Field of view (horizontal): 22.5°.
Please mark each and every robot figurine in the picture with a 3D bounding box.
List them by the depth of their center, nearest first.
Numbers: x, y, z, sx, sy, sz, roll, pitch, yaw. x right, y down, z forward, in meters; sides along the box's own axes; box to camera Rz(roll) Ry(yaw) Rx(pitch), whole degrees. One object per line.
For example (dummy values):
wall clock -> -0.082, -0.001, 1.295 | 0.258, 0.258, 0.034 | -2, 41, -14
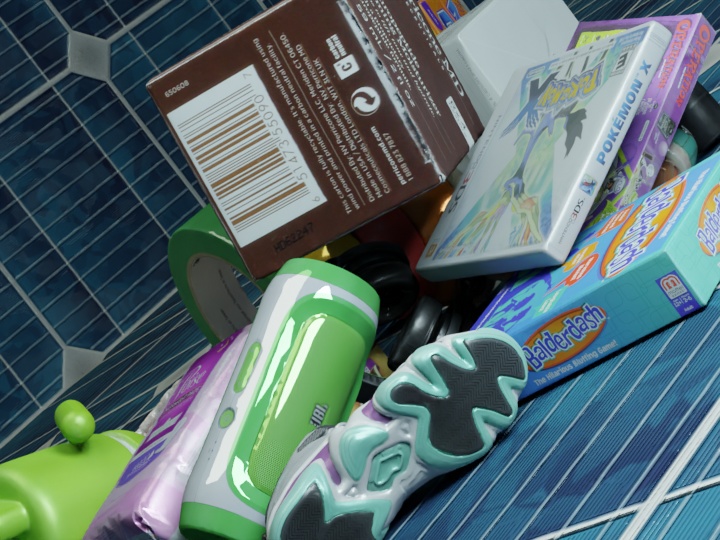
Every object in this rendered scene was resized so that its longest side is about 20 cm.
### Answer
robot figurine -> -0.216, 0.190, 1.376 | 0.115, 0.177, 0.199 | -7, 5, 44

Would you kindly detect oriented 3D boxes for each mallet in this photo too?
mallet -> 0.209, -0.064, 1.423 | 0.201, 0.066, 0.041 | -52, -5, 9

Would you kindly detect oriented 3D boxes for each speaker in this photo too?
speaker -> -0.053, 0.097, 1.229 | 0.088, 0.088, 0.202 | -24, 42, 63

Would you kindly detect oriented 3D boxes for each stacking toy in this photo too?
stacking toy -> 0.000, 0.000, 1.471 | 0.199, 0.147, 0.146 | -30, 4, -23

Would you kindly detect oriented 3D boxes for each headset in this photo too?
headset -> 0.027, 0.042, 1.375 | 0.199, 0.124, 0.094 | -26, -26, -42

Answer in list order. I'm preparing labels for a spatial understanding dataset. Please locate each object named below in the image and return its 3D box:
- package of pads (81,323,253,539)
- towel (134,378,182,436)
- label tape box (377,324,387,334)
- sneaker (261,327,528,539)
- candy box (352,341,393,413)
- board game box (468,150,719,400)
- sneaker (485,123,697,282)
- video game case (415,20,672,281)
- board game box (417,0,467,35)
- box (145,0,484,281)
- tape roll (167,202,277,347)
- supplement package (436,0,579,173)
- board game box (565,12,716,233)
package of pads -> -0.118, 0.139, 1.315 | 0.120, 0.076, 0.201 | -32, 22, 50
towel -> -0.191, 0.181, 1.555 | 0.200, 0.032, 0.191 | -51, -6, -4
label tape box -> 0.019, -0.049, 1.677 | 0.063, 0.201, 0.144 | -9, 25, 40
sneaker -> 0.010, 0.107, 1.141 | 0.200, 0.078, 0.140 | -39, 8, -10
candy box -> -0.066, 0.127, 1.488 | 0.117, 0.057, 0.200 | -45, 8, -38
board game box -> 0.154, 0.010, 1.161 | 0.199, 0.045, 0.152 | -32, 10, 38
sneaker -> 0.173, -0.052, 1.385 | 0.199, 0.072, 0.080 | -24, 13, 31
video game case -> 0.125, -0.080, 1.283 | 0.183, 0.022, 0.200 | -63, 19, -15
board game box -> 0.079, -0.238, 2.440 | 0.199, 0.200, 0.200 | -34, 8, 20
box -> -0.027, -0.119, 1.339 | 0.163, 0.167, 0.200 | -28, 7, 18
tape roll -> -0.085, 0.032, 1.586 | 0.048, 0.201, 0.200 | -41, 8, -27
supplement package -> 0.112, -0.116, 1.568 | 0.199, 0.192, 0.147 | -31, 10, 47
board game box -> 0.173, -0.097, 1.321 | 0.120, 0.032, 0.201 | 1, 60, 51
